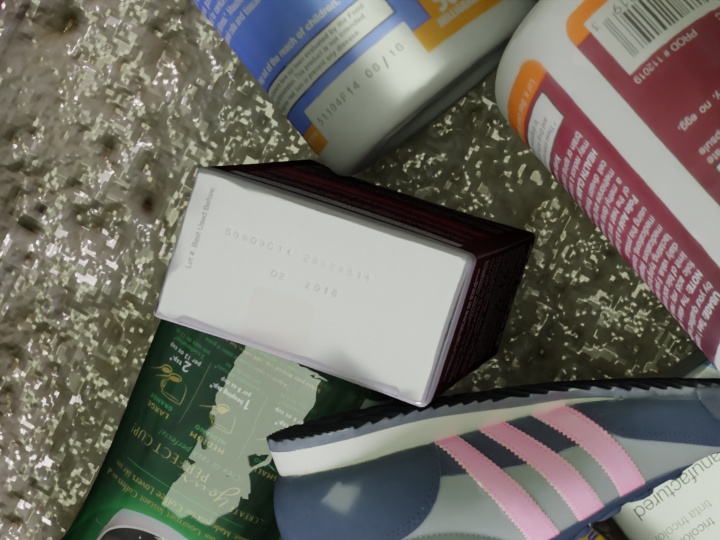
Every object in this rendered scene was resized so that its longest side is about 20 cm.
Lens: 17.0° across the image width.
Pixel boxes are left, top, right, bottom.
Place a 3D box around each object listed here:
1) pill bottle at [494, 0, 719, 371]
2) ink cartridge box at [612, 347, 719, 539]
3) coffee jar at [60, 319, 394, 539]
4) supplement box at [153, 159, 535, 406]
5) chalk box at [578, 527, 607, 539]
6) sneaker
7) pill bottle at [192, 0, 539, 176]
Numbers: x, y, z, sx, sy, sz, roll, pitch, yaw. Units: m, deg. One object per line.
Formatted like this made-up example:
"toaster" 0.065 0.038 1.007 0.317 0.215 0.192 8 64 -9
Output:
"pill bottle" 0.151 -0.028 0.891 0.114 0.114 0.200 -43 68 12
"ink cartridge box" 0.205 0.109 0.981 0.144 0.085 0.200 -38 88 11
"coffee jar" -0.072 0.106 1.037 0.104 0.085 0.200 31 100 9
"supplement box" 0.000 0.000 0.952 0.109 0.200 0.061 19 97 10
"chalk box" 0.015 0.175 0.969 0.124 0.125 0.200 40 81 13
"sneaker" 0.063 0.084 0.901 0.200 0.070 0.082 -7 90 -17
"pill bottle" -0.027 -0.147 0.988 0.112 0.112 0.200 -39 87 13
